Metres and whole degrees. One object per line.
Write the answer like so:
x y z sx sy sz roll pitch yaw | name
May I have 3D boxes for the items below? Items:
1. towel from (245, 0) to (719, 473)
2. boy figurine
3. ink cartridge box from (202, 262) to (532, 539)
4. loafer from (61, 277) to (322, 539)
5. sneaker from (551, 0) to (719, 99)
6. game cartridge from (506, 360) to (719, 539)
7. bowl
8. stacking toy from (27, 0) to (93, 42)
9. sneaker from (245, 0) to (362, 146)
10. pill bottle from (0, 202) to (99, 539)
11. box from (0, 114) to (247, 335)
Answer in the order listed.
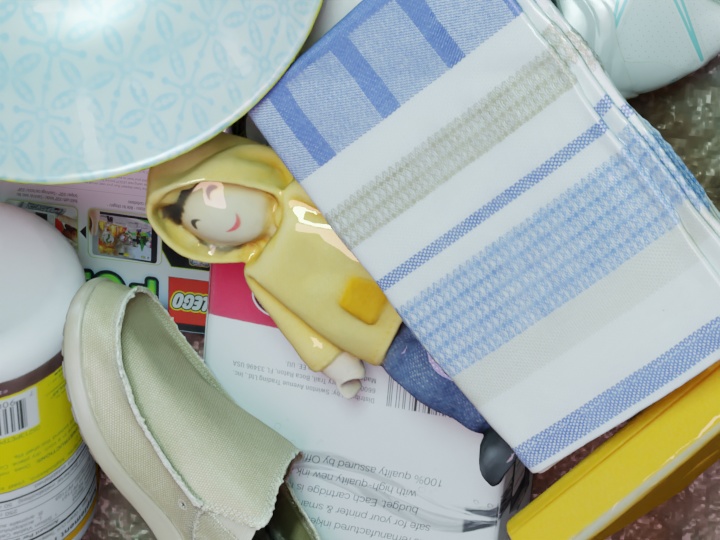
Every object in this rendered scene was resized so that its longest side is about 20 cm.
0.060 -0.026 1.142 0.147 0.024 0.200 -37 93 35 | towel
0.000 0.000 1.223 0.200 0.064 0.124 35 133 -1 | boy figurine
0.005 0.069 1.332 0.145 0.083 0.200 10 113 13 | ink cartridge box
-0.063 0.086 1.276 0.068 0.076 0.200 -19 110 24 | loafer
0.102 -0.171 1.234 0.080 0.070 0.201 -19 104 3 | sneaker
0.168 0.043 1.227 0.200 0.176 0.032 -44 79 24 | game cartridge
-0.119 -0.144 1.138 0.200 0.108 0.200 -9 130 -11 | bowl
-0.217 -0.093 1.238 0.200 0.146 0.146 -16 109 -23 | stacking toy
0.004 -0.069 1.233 0.073 0.200 0.085 -42 77 -18 | sneaker
-0.177 0.070 1.346 0.109 0.109 0.200 14 138 11 | pill bottle
-0.152 -0.035 1.366 0.200 0.035 0.110 7 111 13 | box
